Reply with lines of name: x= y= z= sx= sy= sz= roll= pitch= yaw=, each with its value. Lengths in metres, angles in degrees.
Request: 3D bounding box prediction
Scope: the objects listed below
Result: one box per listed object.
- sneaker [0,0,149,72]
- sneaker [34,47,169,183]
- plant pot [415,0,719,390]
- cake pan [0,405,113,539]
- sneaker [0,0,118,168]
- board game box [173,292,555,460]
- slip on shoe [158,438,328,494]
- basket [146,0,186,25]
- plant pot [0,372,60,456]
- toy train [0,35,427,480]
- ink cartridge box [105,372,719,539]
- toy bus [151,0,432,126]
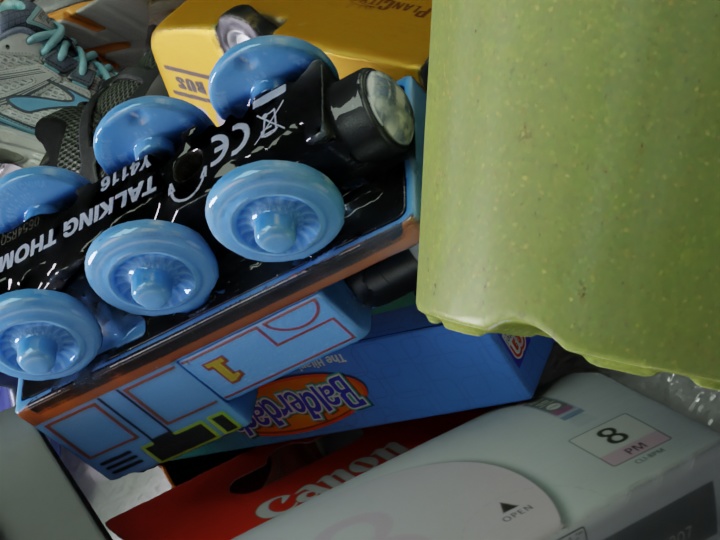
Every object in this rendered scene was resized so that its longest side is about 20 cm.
sneaker: x=-0.194 y=-0.117 z=1.099 sx=0.199 sy=0.078 sz=0.078 roll=-24 pitch=55 yaw=33
sneaker: x=-0.086 y=-0.084 z=0.924 sx=0.113 sy=0.076 sz=0.200 roll=-13 pitch=40 yaw=37
plant pot: x=0.094 y=-0.066 z=0.609 sx=0.199 sy=0.199 sz=0.192 roll=14 pitch=93 yaw=52
cake pan: x=-0.101 y=0.134 z=0.788 sx=0.037 sy=0.201 sz=0.200 roll=-32 pitch=36 yaw=-10
sneaker: x=-0.154 y=-0.088 z=1.001 sx=0.078 sy=0.198 sz=0.087 roll=-126 pitch=41 yaw=-77
board game box: x=0.000 y=0.000 z=0.823 sx=0.199 sy=0.045 sz=0.153 roll=-12 pitch=35 yaw=36
slip on shoe: x=-0.061 y=0.071 z=0.884 sx=0.074 sy=0.061 sz=0.200 roll=-52 pitch=35 yaw=10
basket: x=-0.135 y=-0.239 z=1.069 sx=0.199 sy=0.198 sz=0.162 roll=-4 pitch=66 yaw=35
plant pot: x=-0.257 y=0.037 z=0.991 sx=0.199 sy=0.199 sz=0.182 roll=17 pitch=89 yaw=54
toy train: x=-0.052 y=-0.004 z=0.720 sx=0.199 sy=0.114 sz=0.087 roll=-26 pitch=45 yaw=25
ink cartridge box: x=0.012 y=0.077 z=0.731 sx=0.162 sy=0.058 sz=0.200 roll=-24 pitch=31 yaw=-25
toy bus: x=0.009 y=-0.074 z=0.770 sx=0.199 sy=0.079 sz=0.065 roll=17 pitch=47 yaw=41
